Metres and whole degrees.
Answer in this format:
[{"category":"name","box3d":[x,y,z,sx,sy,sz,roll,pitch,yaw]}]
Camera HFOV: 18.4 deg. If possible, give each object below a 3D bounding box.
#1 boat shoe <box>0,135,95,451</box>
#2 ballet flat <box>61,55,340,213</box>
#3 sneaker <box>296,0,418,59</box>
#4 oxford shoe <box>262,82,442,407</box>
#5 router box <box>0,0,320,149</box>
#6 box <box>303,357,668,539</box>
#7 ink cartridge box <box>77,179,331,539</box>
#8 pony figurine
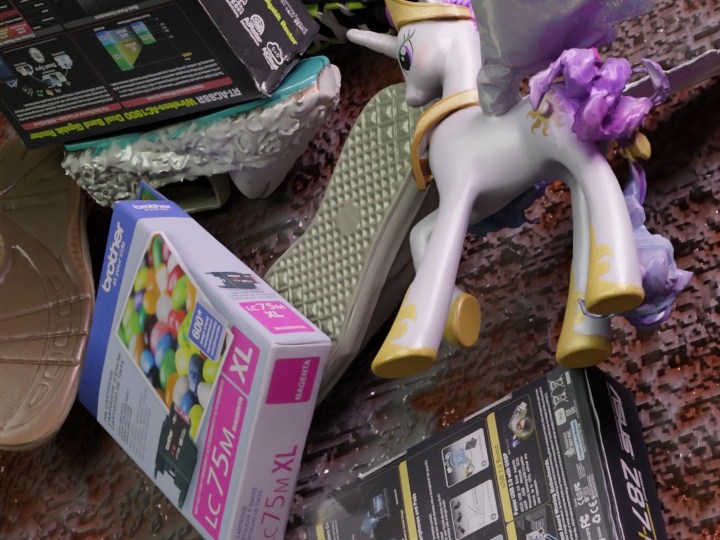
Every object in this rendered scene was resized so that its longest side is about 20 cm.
[{"category":"boat shoe","box3d":[-0.180,0.019,1.242,0.072,0.065,0.200,-4,56,1]},{"category":"ballet flat","box3d":[-0.076,-0.067,1.195,0.200,0.072,0.072,-9,61,42]},{"category":"sneaker","box3d":[0.000,-0.151,1.162,0.200,0.072,0.083,-34,49,25]},{"category":"oxford shoe","box3d":[0.000,0.000,1.090,0.075,0.058,0.200,46,116,39]},{"category":"router box","box3d":[-0.140,-0.150,1.160,0.200,0.150,0.062,-7,37,43]},{"category":"box","box3d":[0.059,0.158,0.943,0.161,0.049,0.200,-31,49,25]},{"category":"ink cartridge box","box3d":[-0.090,0.044,1.124,0.200,0.042,0.119,41,124,50]},{"category":"pony figurine","box3d":[0.082,-0.063,0.957,0.193,0.167,0.200,-18,61,27]}]
